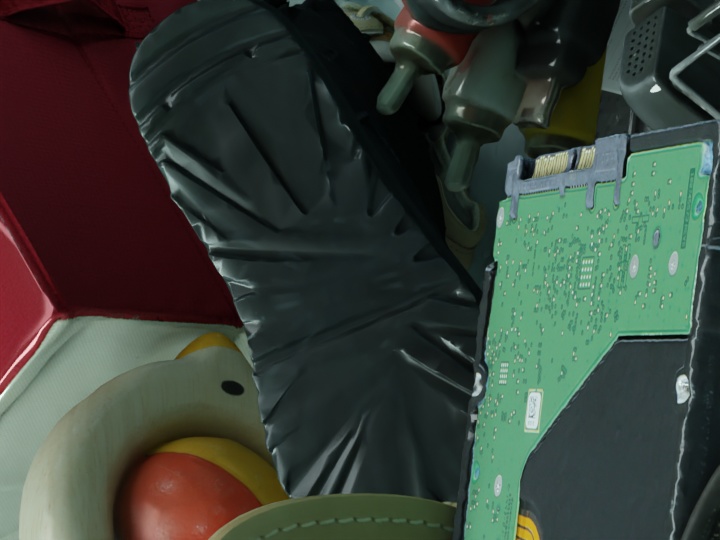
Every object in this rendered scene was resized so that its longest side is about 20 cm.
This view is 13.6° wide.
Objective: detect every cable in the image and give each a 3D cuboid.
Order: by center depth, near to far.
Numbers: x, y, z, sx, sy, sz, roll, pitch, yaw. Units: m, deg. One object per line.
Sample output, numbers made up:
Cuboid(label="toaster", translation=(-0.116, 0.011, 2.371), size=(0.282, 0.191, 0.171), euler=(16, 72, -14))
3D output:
Cuboid(label="cable", translation=(0.058, -0.121, 0.883), size=(0.050, 0.097, 0.201), euler=(-2, 63, 49))

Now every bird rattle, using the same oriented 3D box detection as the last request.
Cuboid(label="bird rattle", translation=(-0.041, 0.109, 0.943), size=(0.163, 0.200, 0.113), euler=(48, 144, 1))

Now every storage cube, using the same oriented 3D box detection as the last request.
Cuboid(label="storage cube", translation=(-0.127, 0.006, 1.071), size=(0.200, 0.170, 0.180), euler=(-49, 58, 29))

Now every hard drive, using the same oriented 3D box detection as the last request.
Cuboid(label="hard drive", translation=(0.057, 0.071, 0.675), size=(0.140, 0.038, 0.201), euler=(172, 105, -73))

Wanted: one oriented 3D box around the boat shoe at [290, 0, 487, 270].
Cuboid(label="boat shoe", translation=(-0.001, -0.056, 1.048), size=(0.068, 0.075, 0.201), euler=(-43, 45, 25))

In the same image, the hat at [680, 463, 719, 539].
Cuboid(label="hat", translation=(0.161, 0.087, 0.578), size=(0.081, 0.199, 0.202), euler=(132, 141, -75))

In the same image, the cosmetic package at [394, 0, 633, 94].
Cuboid(label="cosmetic package", translation=(0.029, -0.133, 0.994), size=(0.051, 0.082, 0.200), euler=(-66, 34, 25))

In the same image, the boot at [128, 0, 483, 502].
Cuboid(label="boot", translation=(0.000, 0.001, 0.888), size=(0.199, 0.073, 0.162), euler=(62, -173, 1))

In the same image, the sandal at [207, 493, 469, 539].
Cuboid(label="sandal", translation=(0.031, 0.100, 0.784), size=(0.070, 0.211, 0.078), euler=(1, 83, 58))

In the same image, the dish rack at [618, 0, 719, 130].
Cuboid(label="dish rack", translation=(0.145, -0.123, 0.781), size=(0.200, 0.054, 0.154), euler=(-37, 31, 44))
